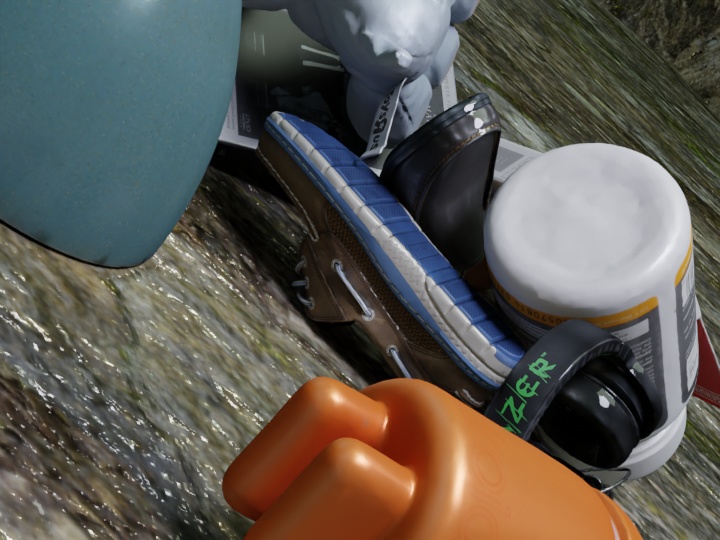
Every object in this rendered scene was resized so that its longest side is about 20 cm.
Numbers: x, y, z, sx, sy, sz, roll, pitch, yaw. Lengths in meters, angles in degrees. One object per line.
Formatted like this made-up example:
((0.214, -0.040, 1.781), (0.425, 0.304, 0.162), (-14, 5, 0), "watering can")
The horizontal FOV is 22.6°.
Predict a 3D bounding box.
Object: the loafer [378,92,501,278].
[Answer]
((0.052, -0.034, 1.056), (0.073, 0.072, 0.200), (57, -19, 16), "loafer")

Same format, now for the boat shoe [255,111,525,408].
((0.000, 0.000, 0.991), (0.200, 0.072, 0.072), (50, 17, 16), "boat shoe")

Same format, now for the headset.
((0.095, 0.091, 0.945), (0.094, 0.124, 0.200), (30, -7, 28), "headset")

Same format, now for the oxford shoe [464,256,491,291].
((0.024, -0.038, 1.195), (0.200, 0.071, 0.072), (38, 47, -27), "oxford shoe")

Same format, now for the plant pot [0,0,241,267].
((-0.134, -0.121, 0.864), (0.200, 0.135, 0.200), (39, 17, -14), "plant pot")

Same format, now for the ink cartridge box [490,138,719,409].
((0.154, 0.010, 1.213), (0.200, 0.045, 0.177), (28, -33, 57), "ink cartridge box")

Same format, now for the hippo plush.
((-0.023, -0.161, 1.062), (0.160, 0.160, 0.201), (26, 51, 6), "hippo plush")

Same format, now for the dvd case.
((-0.022, -0.124, 1.129), (0.199, 0.025, 0.152), (11, 62, -33), "dvd case")

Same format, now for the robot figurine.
((0.039, 0.120, 0.716), (0.199, 0.118, 0.143), (33, -20, -32), "robot figurine")

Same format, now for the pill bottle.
((0.138, 0.031, 1.045), (0.117, 0.116, 0.201), (56, -12, 38), "pill bottle")
